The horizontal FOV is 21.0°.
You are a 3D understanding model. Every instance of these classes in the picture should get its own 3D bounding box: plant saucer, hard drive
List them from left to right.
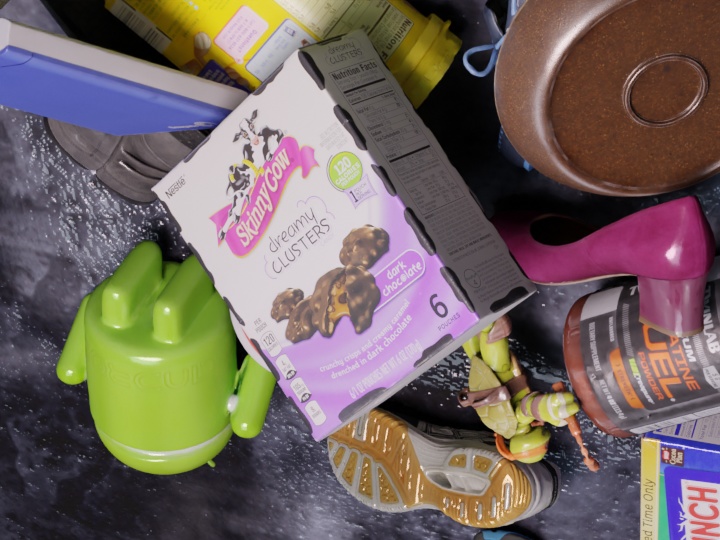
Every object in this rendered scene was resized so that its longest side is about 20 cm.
[{"bbox_3d":[-0.187,-0.120,1.229,0.132,0.025,0.200,-1,171,40],"label":"hard drive"},{"bbox_3d":[0.182,-0.118,1.188,0.200,0.035,0.200,-6,130,-7],"label":"plant saucer"}]

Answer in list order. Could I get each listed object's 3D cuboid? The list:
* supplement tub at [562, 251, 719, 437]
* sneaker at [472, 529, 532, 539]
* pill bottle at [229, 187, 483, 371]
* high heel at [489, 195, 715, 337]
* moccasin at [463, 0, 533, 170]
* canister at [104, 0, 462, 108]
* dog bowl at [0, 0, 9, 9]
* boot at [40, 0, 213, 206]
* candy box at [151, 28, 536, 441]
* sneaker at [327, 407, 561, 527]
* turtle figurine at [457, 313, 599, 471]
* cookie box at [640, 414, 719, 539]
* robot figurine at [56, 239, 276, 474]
[{"bbox_3d":[0.243,0.041,1.306,0.200,0.107,0.107,-20,117,34],"label":"supplement tub"},{"bbox_3d":[0.129,0.298,1.587,0.073,0.082,0.200,1,126,26],"label":"sneaker"},{"bbox_3d":[0.000,0.000,1.348,0.111,0.111,0.200,42,145,-13],"label":"pill bottle"},{"bbox_3d":[0.157,-0.033,1.285,0.200,0.067,0.096,24,126,43],"label":"high heel"},{"bbox_3d":[0.112,-0.162,1.227,0.068,0.080,0.200,20,119,14],"label":"moccasin"},{"bbox_3d":[-0.054,-0.162,1.282,0.200,0.087,0.149,39,134,-8],"label":"canister"},{"bbox_3d":[-0.218,-0.243,1.208,0.079,0.200,0.200,39,132,-7],"label":"dog bowl"},{"bbox_3d":[-0.191,-0.134,1.382,0.132,0.070,0.200,-27,109,43],"label":"boot"},{"bbox_3d":[-0.014,-0.021,1.222,0.168,0.072,0.200,-40,81,39],"label":"candy box"},{"bbox_3d":[0.065,0.154,1.501,0.200,0.088,0.076,17,101,39],"label":"sneaker"},{"bbox_3d":[0.096,0.074,1.394,0.064,0.200,0.162,-24,97,-9],"label":"turtle figurine"},{"bbox_3d":[0.306,0.174,1.409,0.200,0.075,0.171,9,131,18],"label":"cookie box"},{"bbox_3d":[-0.153,0.075,1.501,0.175,0.116,0.200,13,132,15],"label":"robot figurine"}]
